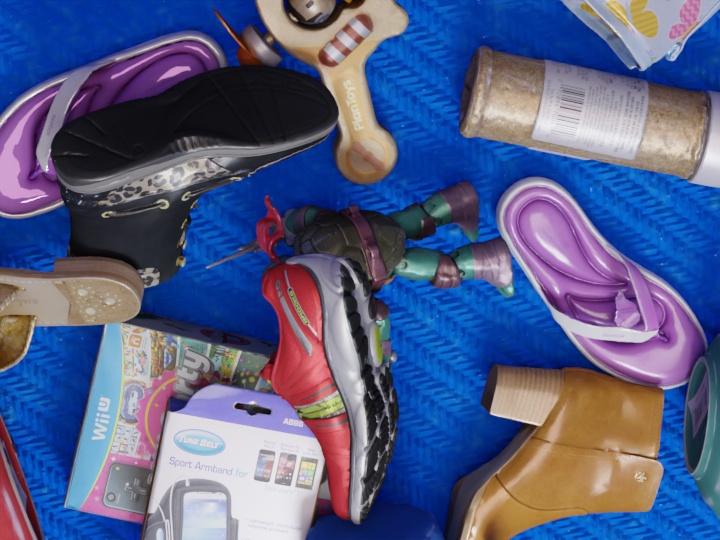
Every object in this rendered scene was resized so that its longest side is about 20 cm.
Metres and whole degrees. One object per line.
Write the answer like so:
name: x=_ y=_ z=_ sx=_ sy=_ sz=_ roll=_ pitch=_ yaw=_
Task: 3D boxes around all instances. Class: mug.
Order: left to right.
mug: x=0.296 y=0.126 z=1.633 sx=0.114 sy=0.152 sz=0.185 roll=6 pitch=101 yaw=-4

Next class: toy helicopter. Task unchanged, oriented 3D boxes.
toy helicopter: x=-0.026 y=-0.150 z=1.602 sx=0.132 sy=0.079 sz=0.200 roll=-19 pitch=114 yaw=-6

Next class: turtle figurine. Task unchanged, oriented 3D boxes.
turtle figurine: x=0.000 y=0.000 z=1.596 sx=0.200 sy=0.101 sz=0.150 roll=-15 pitch=66 yaw=-13

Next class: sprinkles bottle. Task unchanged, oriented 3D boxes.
sprinkles bottle: x=0.174 y=-0.111 z=1.621 sx=0.200 sy=0.068 sz=0.068 roll=11 pitch=100 yaw=-5

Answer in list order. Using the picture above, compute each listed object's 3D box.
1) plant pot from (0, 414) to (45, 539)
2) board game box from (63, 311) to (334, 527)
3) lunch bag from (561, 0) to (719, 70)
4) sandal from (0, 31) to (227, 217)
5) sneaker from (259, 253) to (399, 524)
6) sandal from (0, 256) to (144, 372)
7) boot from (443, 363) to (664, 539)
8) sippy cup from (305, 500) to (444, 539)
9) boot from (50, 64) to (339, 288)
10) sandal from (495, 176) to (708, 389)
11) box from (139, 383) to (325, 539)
plant pot: x=-0.328 y=0.171 z=1.586 sx=0.182 sy=0.200 sz=0.201 roll=-21 pitch=102 yaw=-6
board game box: x=-0.104 y=0.121 z=1.655 sx=0.200 sy=0.064 sz=0.148 roll=13 pitch=100 yaw=-5
lunch bag: x=0.187 y=-0.259 z=1.566 sx=0.200 sy=0.127 sz=0.170 roll=44 pitch=94 yaw=-1
sandal: x=-0.189 y=-0.108 z=1.602 sx=0.203 sy=0.050 sz=0.083 roll=-33 pitch=101 yaw=4
sneaker: x=-0.026 y=0.080 z=1.555 sx=0.085 sy=0.077 sz=0.200 roll=-1 pitch=112 yaw=20
sandal: x=-0.258 y=0.040 z=1.588 sx=0.211 sy=0.070 sz=0.078 roll=-7 pitch=137 yaw=16
boot: x=0.146 y=0.170 z=1.676 sx=0.144 sy=0.071 sz=0.201 roll=13 pitch=103 yaw=-10
sippy cup: x=0.015 y=0.239 z=1.596 sx=0.139 sy=0.178 sz=0.131 roll=5 pitch=111 yaw=32
boot: x=-0.120 y=-0.063 z=1.590 sx=0.203 sy=0.154 sz=0.074 roll=-15 pitch=59 yaw=-17
sandal: x=0.175 y=0.018 z=1.656 sx=0.203 sy=0.050 sz=0.082 roll=42 pitch=96 yaw=-10
box: x=-0.095 y=0.178 z=1.616 sx=0.119 sy=0.041 sz=0.200 roll=11 pitch=100 yaw=-7
